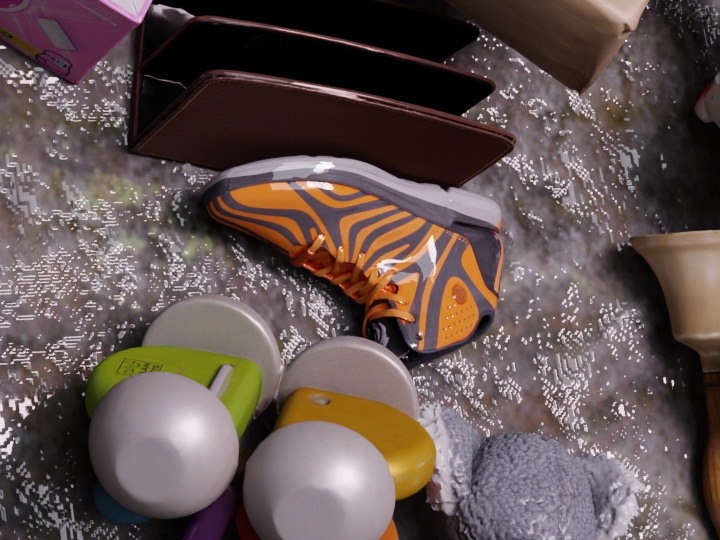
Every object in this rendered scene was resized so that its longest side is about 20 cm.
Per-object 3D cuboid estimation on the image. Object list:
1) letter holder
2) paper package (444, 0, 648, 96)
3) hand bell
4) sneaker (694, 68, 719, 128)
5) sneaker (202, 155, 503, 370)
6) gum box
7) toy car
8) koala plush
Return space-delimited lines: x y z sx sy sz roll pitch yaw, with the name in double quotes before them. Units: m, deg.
"letter holder" -0.018 -0.119 1.630 0.199 0.142 0.101 11 71 -22
"paper package" 0.104 -0.242 1.603 0.200 0.103 0.191 34 66 -3
"hand bell" 0.228 0.075 1.741 0.104 0.104 0.201 -3 89 -27
"sneaker" 0.253 -0.131 1.773 0.070 0.093 0.201 -28 112 -52
"sneaker" 0.000 0.000 1.641 0.199 0.078 0.113 9 70 -23
"gum box" -0.216 -0.199 1.574 0.200 0.113 0.066 31 65 -15
"toy car" -0.064 0.115 1.541 0.199 0.150 0.175 17 24 3
"koala plush" 0.092 0.179 1.593 0.177 0.184 0.201 18 56 -21
